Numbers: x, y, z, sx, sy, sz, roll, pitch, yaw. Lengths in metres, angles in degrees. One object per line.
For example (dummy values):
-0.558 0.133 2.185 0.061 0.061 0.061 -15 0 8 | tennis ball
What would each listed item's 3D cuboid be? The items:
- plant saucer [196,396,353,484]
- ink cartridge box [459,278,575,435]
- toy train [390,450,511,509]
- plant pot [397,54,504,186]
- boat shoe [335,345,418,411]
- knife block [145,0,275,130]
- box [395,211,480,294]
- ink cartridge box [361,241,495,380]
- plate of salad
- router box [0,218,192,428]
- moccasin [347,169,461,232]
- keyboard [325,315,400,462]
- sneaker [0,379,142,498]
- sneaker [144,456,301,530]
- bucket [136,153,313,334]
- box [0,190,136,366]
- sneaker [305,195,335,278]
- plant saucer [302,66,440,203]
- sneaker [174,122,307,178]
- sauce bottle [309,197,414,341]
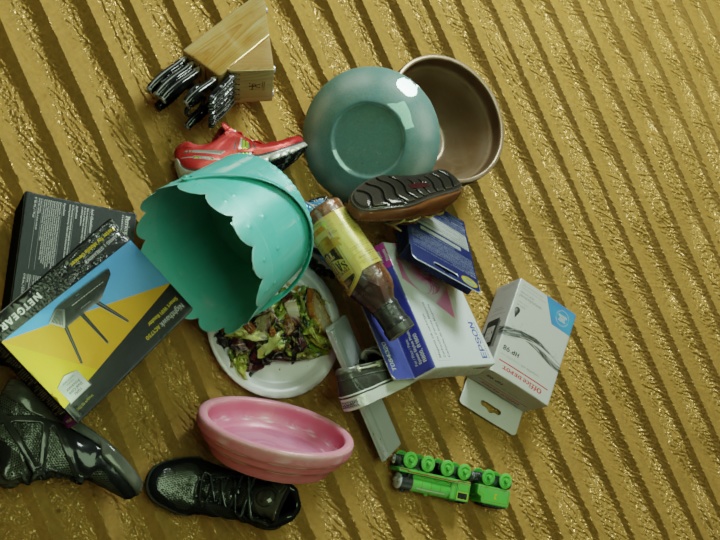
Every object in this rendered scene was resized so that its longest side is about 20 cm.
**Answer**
-0.109 0.213 1.367 0.199 0.200 0.051 9 100 -26 | plant saucer
0.236 0.130 1.638 0.115 0.067 0.201 32 63 -18 | ink cartridge box
0.128 0.297 1.548 0.199 0.042 0.057 16 79 -24 | toy train
0.110 -0.213 1.656 0.199 0.093 0.203 9 70 -26 | plant pot
0.031 0.133 1.487 0.200 0.070 0.064 -18 90 -61 | boat shoe
-0.208 -0.286 1.513 0.174 0.064 0.201 -2 56 -10 | knife block
0.106 -0.037 1.573 0.121 0.032 0.201 28 26 -19 | box
0.083 0.054 1.529 0.199 0.043 0.198 3 58 -51 | ink cartridge box
-0.111 0.071 1.478 0.199 0.048 0.202 8 72 -27 | plate of salad
-0.315 0.059 1.276 0.149 0.051 0.200 48 57 -9 | router box
0.056 -0.092 1.510 0.074 0.078 0.201 42 35 21 | moccasin
0.005 0.161 1.508 0.201 0.011 0.056 67 27 -8 | keyboard
-0.356 0.227 1.275 0.199 0.076 0.115 37 63 -11 | sneaker
-0.161 0.272 1.354 0.198 0.114 0.077 20 65 -20 | sneaker
-0.165 -0.040 1.377 0.208 0.207 0.135 53 46 -5 | bucket
-0.359 0.021 1.339 0.140 0.079 0.202 11 70 -23 | box
-0.082 -0.070 1.530 0.199 0.078 0.090 35 52 -26 | sneaker
0.013 -0.185 1.551 0.199 0.039 0.203 1 102 6 | plant saucer
-0.162 -0.167 1.506 0.199 0.077 0.085 -17 77 -33 | sneaker
0.000 0.000 1.449 0.066 0.066 0.201 -28 78 -32 | sauce bottle
